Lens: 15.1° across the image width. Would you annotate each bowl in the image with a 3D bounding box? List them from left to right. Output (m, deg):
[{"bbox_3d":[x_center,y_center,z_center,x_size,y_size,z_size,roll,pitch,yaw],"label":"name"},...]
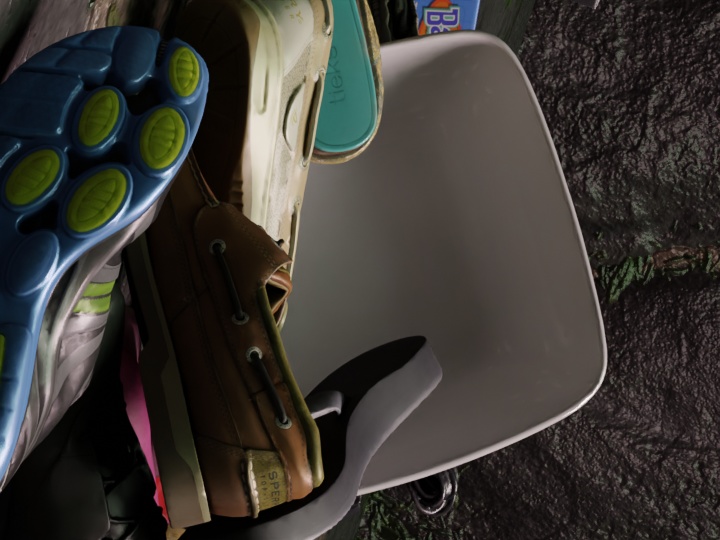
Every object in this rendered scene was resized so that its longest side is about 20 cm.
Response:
[{"bbox_3d":[0.000,0.000,1.290,0.075,0.200,0.200,166,-93,-74],"label":"bowl"}]

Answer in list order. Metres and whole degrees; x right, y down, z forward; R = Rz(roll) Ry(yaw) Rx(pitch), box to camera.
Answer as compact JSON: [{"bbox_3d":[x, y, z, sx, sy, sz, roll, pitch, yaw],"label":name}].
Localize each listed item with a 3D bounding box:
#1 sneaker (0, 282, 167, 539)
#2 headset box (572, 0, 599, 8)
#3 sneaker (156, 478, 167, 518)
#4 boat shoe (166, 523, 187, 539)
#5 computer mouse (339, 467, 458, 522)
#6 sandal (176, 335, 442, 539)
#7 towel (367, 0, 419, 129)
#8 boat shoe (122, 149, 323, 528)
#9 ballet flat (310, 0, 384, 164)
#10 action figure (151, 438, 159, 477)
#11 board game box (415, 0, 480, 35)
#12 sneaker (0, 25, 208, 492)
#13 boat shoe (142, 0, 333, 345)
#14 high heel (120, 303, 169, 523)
[{"bbox_3d":[-0.114,0.088,1.111,0.076,0.091,0.200,-37,149,-46],"label":"sneaker"},{"bbox_3d":[0.069,-0.242,1.344,0.093,0.174,0.200,104,10,-51],"label":"headset box"},{"bbox_3d":[-0.071,0.101,1.462,0.200,0.115,0.078,-60,169,-61],"label":"sneaker"},{"bbox_3d":[-0.128,0.186,1.229,0.200,0.072,0.065,-48,-144,45],"label":"boat shoe"},{"bbox_3d":[-0.050,0.094,1.578,0.046,0.200,0.141,-31,107,-61],"label":"computer mouse"},{"bbox_3d":[-0.029,0.073,1.162,0.043,0.076,0.200,63,28,-13],"label":"sandal"},{"bbox_3d":[-0.013,-0.104,1.438,0.193,0.035,0.200,-96,-161,-45],"label":"towel"},{"bbox_3d":[-0.060,0.010,1.108,0.072,0.068,0.200,87,-8,-65],"label":"boat shoe"},{"bbox_3d":[-0.029,-0.147,1.210,0.071,0.071,0.200,-49,135,-74],"label":"ballet flat"},{"bbox_3d":[-0.046,0.076,1.362,0.149,0.134,0.200,-29,-126,35],"label":"action figure"},{"bbox_3d":[0.016,-0.117,1.498,0.200,0.045,0.152,-142,-119,-75],"label":"board game box"},{"bbox_3d":[-0.119,0.001,0.965,0.083,0.071,0.200,106,9,-80],"label":"sneaker"},{"bbox_3d":[-0.050,-0.028,1.184,0.063,0.073,0.201,-15,120,-40],"label":"boat shoe"},{"bbox_3d":[-0.122,0.119,1.237,0.096,0.067,0.200,-79,166,-64],"label":"high heel"}]
